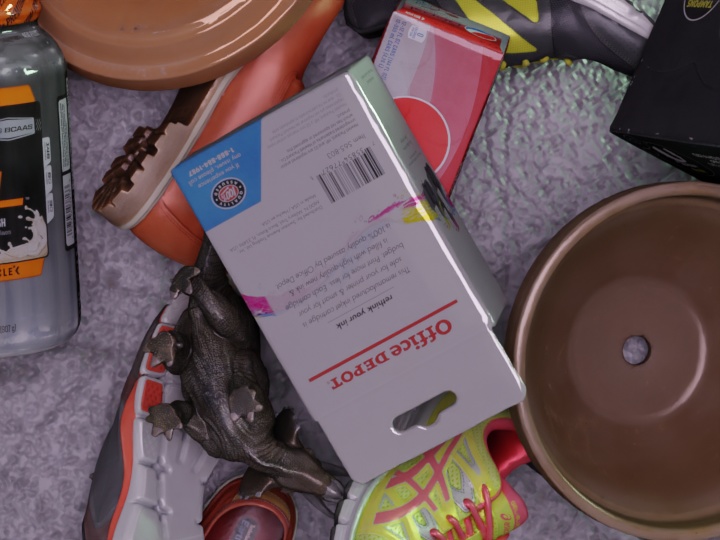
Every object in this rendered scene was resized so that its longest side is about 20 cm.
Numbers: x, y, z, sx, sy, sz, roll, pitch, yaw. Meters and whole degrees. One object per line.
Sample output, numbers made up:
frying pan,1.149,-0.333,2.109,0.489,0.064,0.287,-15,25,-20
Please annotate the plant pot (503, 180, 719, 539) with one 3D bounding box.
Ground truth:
plant pot,0.169,0.048,1.637,0.201,0.093,0.201,-1,94,-15

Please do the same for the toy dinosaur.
toy dinosaur,-0.079,0.052,1.597,0.077,0.102,0.200,-27,75,8

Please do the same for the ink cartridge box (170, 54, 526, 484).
ink cartridge box,0.000,0.000,1.569,0.115,0.068,0.200,-28,96,14

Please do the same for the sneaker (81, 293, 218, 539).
sneaker,-0.125,0.106,1.635,0.077,0.082,0.200,31,60,-34

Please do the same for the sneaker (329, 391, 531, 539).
sneaker,0.043,0.135,1.591,0.090,0.078,0.200,11,47,18

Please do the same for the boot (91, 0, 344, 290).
boot,-0.055,-0.086,1.657,0.107,0.075,0.200,37,84,-17

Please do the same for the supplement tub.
supplement tub,-0.219,-0.057,1.594,0.122,0.123,0.200,-4,101,-4

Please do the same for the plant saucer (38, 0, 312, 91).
plant saucer,-0.111,-0.199,1.630,0.200,0.032,0.201,-5,69,13

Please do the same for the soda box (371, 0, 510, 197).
soda box,0.016,-0.049,1.625,0.070,0.063,0.200,21,105,0

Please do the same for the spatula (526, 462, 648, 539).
spatula,0.170,0.153,1.676,0.200,0.021,0.057,34,74,1

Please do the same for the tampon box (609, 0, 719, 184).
tampon box,0.271,-0.089,1.599,0.200,0.150,0.126,25,85,-25

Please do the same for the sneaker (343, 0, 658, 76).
sneaker,0.083,-0.141,1.666,0.200,0.074,0.085,23,92,7

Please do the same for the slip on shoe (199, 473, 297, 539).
slip on shoe,-0.091,0.210,1.640,0.074,0.061,0.200,24,88,-4
